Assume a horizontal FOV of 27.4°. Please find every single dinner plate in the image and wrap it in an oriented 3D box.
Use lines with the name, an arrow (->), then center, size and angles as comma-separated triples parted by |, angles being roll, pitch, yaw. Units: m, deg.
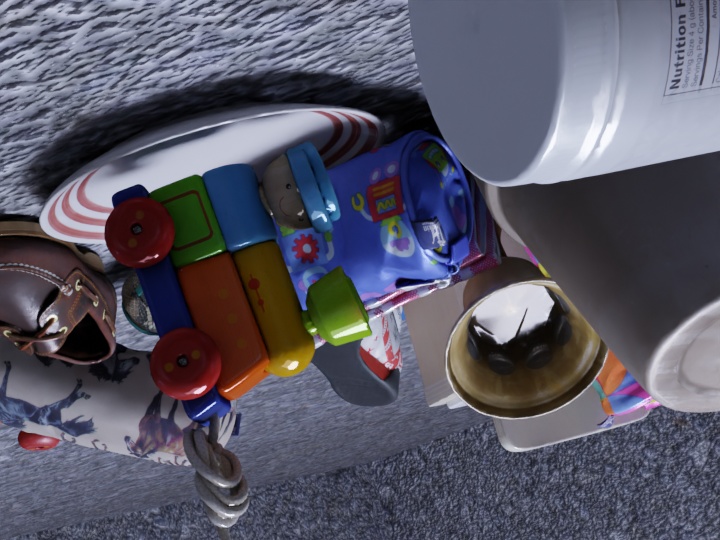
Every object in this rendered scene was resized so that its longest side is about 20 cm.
dinner plate -> -0.083, -0.058, 0.828 | 0.199, 0.024, 0.200 | -15, 170, -3

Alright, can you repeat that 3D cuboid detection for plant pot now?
plant pot -> 0.170, -0.031, 0.760 | 0.199, 0.174, 0.201 | -11, 143, -9

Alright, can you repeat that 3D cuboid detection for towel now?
towel -> 0.000, 0.000, 0.965 | 0.199, 0.030, 0.147 | -26, -156, 16

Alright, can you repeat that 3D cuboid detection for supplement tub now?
supplement tub -> 0.133, -0.112, 0.589 | 0.199, 0.133, 0.132 | -12, 168, -20

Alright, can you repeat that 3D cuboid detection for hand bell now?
hand bell -> 0.086, -0.005, 0.976 | 0.103, 0.200, 0.105 | -5, 124, -7

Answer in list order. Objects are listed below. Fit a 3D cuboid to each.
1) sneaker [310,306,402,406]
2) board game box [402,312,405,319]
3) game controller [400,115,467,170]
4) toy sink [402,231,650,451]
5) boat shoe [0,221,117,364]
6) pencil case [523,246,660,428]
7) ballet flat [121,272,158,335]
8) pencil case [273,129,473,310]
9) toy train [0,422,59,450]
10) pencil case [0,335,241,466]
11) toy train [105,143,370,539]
sneaker -> -0.013, 0.017, 1.140 | 0.067, 0.109, 0.202 | -5, 150, 16
board game box -> 0.016, 0.025, 1.355 | 0.199, 0.039, 0.158 | -11, 174, 2
game controller -> 0.117, -0.088, 0.914 | 0.199, 0.042, 0.104 | -15, 169, -3
toy sink -> 0.114, 0.038, 1.118 | 0.130, 0.201, 0.112 | -11, 168, -26
boat shoe -> -0.198, 0.018, 0.927 | 0.070, 0.071, 0.200 | -17, 168, 11
pencil case -> 0.166, 0.008, 1.042 | 0.088, 0.201, 0.088 | -26, 176, -2
ballet flat -> -0.092, 0.014, 1.094 | 0.075, 0.068, 0.200 | -45, 157, 21
pencil case -> -0.024, -0.010, 0.869 | 0.199, 0.087, 0.078 | -21, 178, 32
toy train -> -0.300, 0.102, 1.186 | 0.115, 0.085, 0.200 | 2, 162, -28
pencil case -> -0.183, 0.082, 1.048 | 0.199, 0.090, 0.078 | 11, 130, 6
toy train -> -0.045, 0.039, 0.757 | 0.115, 0.201, 0.085 | -21, 170, 0
